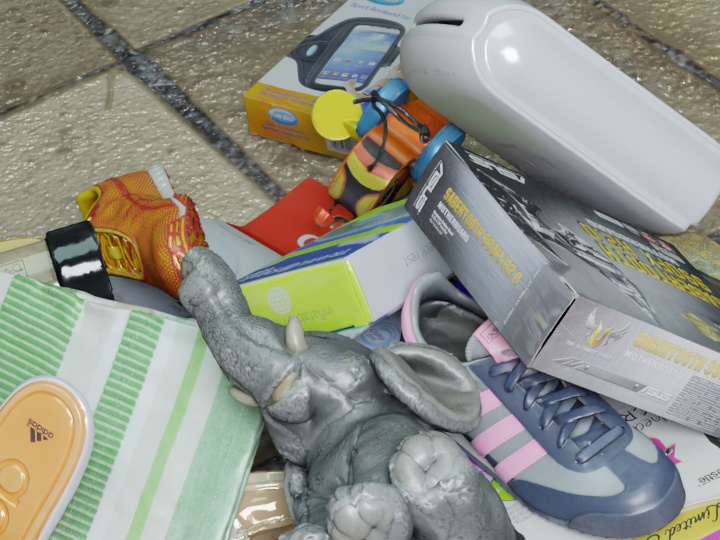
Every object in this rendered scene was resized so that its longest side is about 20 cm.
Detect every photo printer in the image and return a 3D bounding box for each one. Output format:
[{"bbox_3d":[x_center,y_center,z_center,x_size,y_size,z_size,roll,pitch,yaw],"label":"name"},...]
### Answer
[{"bbox_3d":[0.118,-0.103,1.224,0.070,0.199,0.166,-57,16,-5],"label":"photo printer"}]

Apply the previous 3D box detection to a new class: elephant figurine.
[{"bbox_3d":[0.000,0.085,0.993,0.140,0.156,0.201,-16,41,-5],"label":"elephant figurine"}]

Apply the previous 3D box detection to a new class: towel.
[{"bbox_3d":[-0.151,0.086,1.064,0.198,0.023,0.154,14,70,16],"label":"towel"}]

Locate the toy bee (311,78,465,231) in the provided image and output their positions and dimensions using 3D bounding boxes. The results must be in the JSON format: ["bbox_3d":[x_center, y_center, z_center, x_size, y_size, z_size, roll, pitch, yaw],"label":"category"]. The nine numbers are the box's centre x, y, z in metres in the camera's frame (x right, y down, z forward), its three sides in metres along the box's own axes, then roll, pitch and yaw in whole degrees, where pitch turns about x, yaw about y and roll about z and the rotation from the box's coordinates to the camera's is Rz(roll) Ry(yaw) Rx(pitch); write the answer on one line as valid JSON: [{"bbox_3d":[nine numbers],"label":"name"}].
[{"bbox_3d":[0.010,-0.075,1.308,0.131,0.199,0.109,45,106,29],"label":"toy bee"}]

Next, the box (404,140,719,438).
[{"bbox_3d":[0.137,0.016,1.068,0.199,0.049,0.159,21,21,-36],"label":"box"}]

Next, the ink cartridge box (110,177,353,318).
[{"bbox_3d":[-0.057,-0.001,1.283,0.199,0.048,0.159,-36,45,-28],"label":"ink cartridge box"}]

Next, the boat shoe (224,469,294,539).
[{"bbox_3d":[-0.092,0.162,1.071,0.198,0.074,0.070,-12,61,1],"label":"boat shoe"}]

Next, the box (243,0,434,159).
[{"bbox_3d":[0.015,-0.159,1.477,0.118,0.042,0.200,16,47,30],"label":"box"}]

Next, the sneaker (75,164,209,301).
[{"bbox_3d":[-0.135,-0.013,1.208,0.076,0.074,0.200,-20,16,-12],"label":"sneaker"}]

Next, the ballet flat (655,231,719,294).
[{"bbox_3d":[0.243,0.032,1.165,0.070,0.071,0.200,-27,41,-22],"label":"ballet flat"}]

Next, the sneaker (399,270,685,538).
[{"bbox_3d":[0.088,0.069,1.030,0.070,0.083,0.199,-35,44,-27],"label":"sneaker"}]

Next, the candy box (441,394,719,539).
[{"bbox_3d":[0.121,0.117,1.080,0.135,0.061,0.200,-23,40,-18],"label":"candy box"}]

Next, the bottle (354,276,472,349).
[{"bbox_3d":[0.056,0.042,1.183,0.198,0.066,0.084,-19,24,-12],"label":"bottle"}]

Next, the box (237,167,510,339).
[{"bbox_3d":[0.000,0.000,1.152,0.121,0.048,0.199,-16,9,40],"label":"box"}]

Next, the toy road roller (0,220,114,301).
[{"bbox_3d":[-0.192,0.077,1.179,0.122,0.146,0.202,-17,75,-10],"label":"toy road roller"}]

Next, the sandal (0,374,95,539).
[{"bbox_3d":[-0.211,0.148,1.012,0.079,0.208,0.059,29,10,16],"label":"sandal"}]
